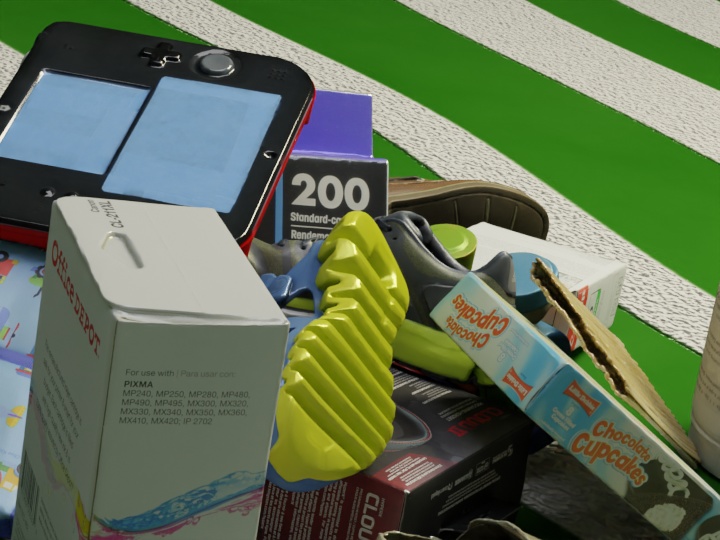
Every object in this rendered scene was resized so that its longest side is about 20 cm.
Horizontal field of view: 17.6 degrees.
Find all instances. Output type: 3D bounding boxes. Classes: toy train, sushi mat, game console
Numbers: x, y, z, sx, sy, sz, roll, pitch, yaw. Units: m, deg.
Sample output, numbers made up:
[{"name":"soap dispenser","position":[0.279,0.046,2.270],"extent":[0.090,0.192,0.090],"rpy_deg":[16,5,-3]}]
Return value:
[{"name":"toy train","position":[0.049,0.022,1.407],"extent":[0.085,0.116,0.200],"rpy_deg":[-27,39,-31]},{"name":"sushi mat","position":[0.150,0.057,1.340],"extent":[0.096,0.012,0.200],"rpy_deg":[56,7,24]},{"name":"game console","position":[-0.129,-0.073,1.332],"extent":[0.176,0.031,0.200],"rpy_deg":[14,39,6]}]

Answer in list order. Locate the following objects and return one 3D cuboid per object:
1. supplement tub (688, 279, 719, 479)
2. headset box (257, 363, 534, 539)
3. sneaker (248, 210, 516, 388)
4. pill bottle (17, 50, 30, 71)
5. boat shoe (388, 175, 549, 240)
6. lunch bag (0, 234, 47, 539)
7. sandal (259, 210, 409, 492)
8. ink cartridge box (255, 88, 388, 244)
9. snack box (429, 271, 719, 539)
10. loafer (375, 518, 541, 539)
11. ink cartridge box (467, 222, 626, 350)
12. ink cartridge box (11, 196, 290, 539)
[{"name":"supplement tub","position":[0.279,0.028,1.405],"extent":[0.132,0.200,0.132],"rpy_deg":[10,20,-4]},{"name":"headset box","position":[-0.012,0.103,1.243],"extent":[0.200,0.075,0.149],"rpy_deg":[21,21,26]},{"name":"sneaker","position":[0.000,0.000,1.320],"extent":[0.200,0.081,0.074],"rpy_deg":[18,5,11]},{"name":"pill bottle","position":[-0.142,-0.094,1.652],"extent":[0.199,0.115,0.114],"rpy_deg":[3,21,-19]},{"name":"boat shoe","position":[0.037,-0.040,1.652],"extent":[0.200,0.072,0.068],"rpy_deg":[0,24,-27]},{"name":"lunch bag","position":[-0.211,0.072,1.237],"extent":[0.150,0.094,0.200],"rpy_deg":[17,39,11]},{"name":"sandal","position":[-0.030,0.050,1.183],"extent":[0.087,0.080,0.200],"rpy_deg":[-23,21,20]},{"name":"ink cartridge box","position":[-0.080,-0.026,1.400],"extent":[0.198,0.201,0.043],"rpy_deg":[3,-13,-17]},{"name":"snack box","position":[0.131,0.089,1.250],"extent":[0.200,0.037,0.116],"rpy_deg":[41,2,-33]},{"name":"loafer","position":[0.082,0.160,1.146],"extent":[0.200,0.068,0.076],"rpy_deg":[-1,23,-28]},{"name":"ink cartridge box","position":[0.097,0.016,1.532],"extent":[0.109,0.050,0.200],"rpy_deg":[17,14,17]},{"name":"ink cartridge box","position":[-0.101,0.084,1.070],"extent":[0.083,0.200,0.146],"rpy_deg":[3,22,-19]}]
